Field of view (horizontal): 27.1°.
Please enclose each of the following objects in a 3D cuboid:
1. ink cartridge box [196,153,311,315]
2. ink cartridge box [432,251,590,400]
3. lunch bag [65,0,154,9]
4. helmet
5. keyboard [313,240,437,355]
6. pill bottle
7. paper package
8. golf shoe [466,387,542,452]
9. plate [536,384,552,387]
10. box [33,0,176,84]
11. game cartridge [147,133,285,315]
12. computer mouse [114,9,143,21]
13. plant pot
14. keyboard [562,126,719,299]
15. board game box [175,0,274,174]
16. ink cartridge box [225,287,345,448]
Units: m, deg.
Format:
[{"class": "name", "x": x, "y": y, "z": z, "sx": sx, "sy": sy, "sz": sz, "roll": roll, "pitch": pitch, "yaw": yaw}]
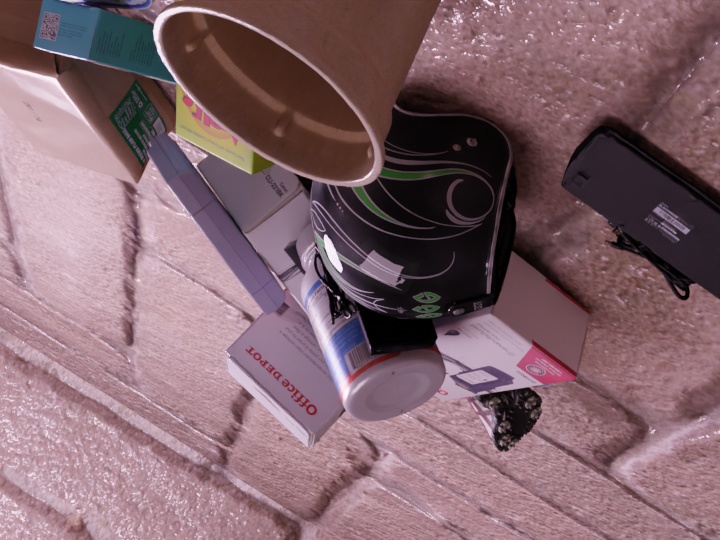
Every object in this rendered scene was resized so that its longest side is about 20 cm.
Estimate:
[{"class": "ink cartridge box", "x": -0.080, "y": -0.046, "z": 1.656, "sx": 0.145, "sy": 0.083, "sz": 0.201, "roll": 52, "pitch": 178, "yaw": 44}, {"class": "ink cartridge box", "x": 0.120, "y": 0.062, "z": 1.592, "sx": 0.144, "sy": 0.085, "sz": 0.199, "roll": 35, "pitch": 148, "yaw": -32}, {"class": "lunch bag", "x": -0.265, "y": -0.315, "z": 1.377, "sx": 0.199, "sy": 0.083, "sz": 0.161, "roll": 12, "pitch": 151, "yaw": 44}, {"class": "helmet", "x": 0.045, "y": -0.057, "z": 1.384, "sx": 0.188, "sy": 0.202, "sz": 0.201, "roll": 9, "pitch": 156, "yaw": 11}, {"class": "keyboard", "x": 0.000, "y": 0.000, "z": 1.471, "sx": 0.103, "sy": 0.202, "sz": 0.040, "roll": -2, "pitch": 145, "yaw": -23}, {"class": "pill bottle", "x": 0.004, "y": 0.042, "z": 1.522, "sx": 0.113, "sy": 0.111, "sz": 0.202, "roll": 66, "pitch": -179, "yaw": -58}, {"class": "paper package", "x": -0.332, "y": -0.212, "z": 1.695, "sx": 0.189, "sy": 0.104, "sz": 0.201, "roll": 20, "pitch": 156, "yaw": 33}, {"class": "golf shoe", "x": 0.160, "y": 0.143, "z": 1.785, "sx": 0.088, "sy": 0.077, "sz": 0.201, "roll": 43, "pitch": 168, "yaw": 36}, {"class": "plate", "x": 0.148, "y": 0.070, "z": 1.745, "sx": 0.199, "sy": 0.026, "sz": 0.201, "roll": 29, "pitch": 161, "yaw": 11}, {"class": "box", "x": -0.213, "y": -0.215, "z": 1.449, "sx": 0.082, "sy": 0.050, "sz": 0.199, "roll": 18, "pitch": -174, "yaw": 36}, {"class": "game cartridge", "x": -0.152, "y": -0.047, "z": 1.602, "sx": 0.201, "sy": 0.040, "sz": 0.134, "roll": 55, "pitch": -179, "yaw": -33}, {"class": "computer mouse", "x": -0.271, "y": -0.273, "z": 1.559, "sx": 0.200, "sy": 0.034, "sz": 0.058, "roll": 43, "pitch": 157, "yaw": -27}, {"class": "plant pot", "x": -0.025, "y": -0.198, "z": 1.134, "sx": 0.199, "sy": 0.185, "sz": 0.201, "roll": 28, "pitch": 160, "yaw": 11}, {"class": "keyboard", "x": 0.261, "y": -0.046, "z": 1.277, "sx": 0.199, "sy": 0.040, "sz": 0.104, "roll": 36, "pitch": 135, "yaw": -6}, {"class": "board game box", "x": -0.110, "y": -0.197, "z": 1.307, "sx": 0.101, "sy": 0.047, "sz": 0.202, "roll": 28, "pitch": 128, "yaw": 31}, {"class": "ink cartridge box", "x": -0.045, "y": 0.088, "z": 1.783, "sx": 0.147, "sy": 0.200, "sz": 0.083, "roll": 42, "pitch": 163, "yaw": 10}]
